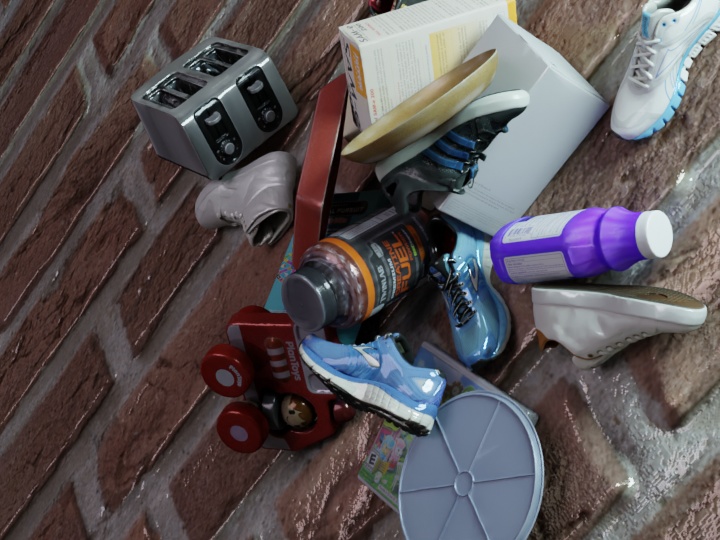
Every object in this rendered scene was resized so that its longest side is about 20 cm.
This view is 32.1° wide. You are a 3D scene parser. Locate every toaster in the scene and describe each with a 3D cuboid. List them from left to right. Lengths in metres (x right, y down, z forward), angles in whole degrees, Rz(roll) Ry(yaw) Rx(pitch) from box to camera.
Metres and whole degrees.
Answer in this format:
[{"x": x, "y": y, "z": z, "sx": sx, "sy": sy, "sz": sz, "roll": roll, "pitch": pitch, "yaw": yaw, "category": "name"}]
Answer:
[{"x": -0.220, "y": -0.242, "z": 1.851, "sx": 0.180, "sy": 0.120, "sz": 0.199, "roll": -40, "pitch": 37, "yaw": -21, "category": "toaster"}]

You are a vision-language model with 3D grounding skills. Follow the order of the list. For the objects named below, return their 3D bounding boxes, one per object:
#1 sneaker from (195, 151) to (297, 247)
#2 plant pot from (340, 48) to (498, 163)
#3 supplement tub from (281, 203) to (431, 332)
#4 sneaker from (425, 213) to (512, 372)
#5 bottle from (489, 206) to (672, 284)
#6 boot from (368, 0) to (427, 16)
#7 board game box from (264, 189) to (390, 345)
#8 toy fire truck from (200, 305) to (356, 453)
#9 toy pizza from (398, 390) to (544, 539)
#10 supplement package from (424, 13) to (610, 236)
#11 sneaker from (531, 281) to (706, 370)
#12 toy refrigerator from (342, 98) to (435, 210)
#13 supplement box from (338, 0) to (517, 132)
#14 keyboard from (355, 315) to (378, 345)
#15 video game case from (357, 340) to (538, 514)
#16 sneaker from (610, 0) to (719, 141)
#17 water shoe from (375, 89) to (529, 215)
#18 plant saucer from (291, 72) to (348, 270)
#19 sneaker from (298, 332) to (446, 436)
[{"x": -0.171, "y": -0.080, "z": 1.805, "sx": 0.199, "sy": 0.073, "sz": 0.117, "roll": -29, "pitch": 50, "yaw": 37, "category": "sneaker"}, {"x": 0.067, "y": -0.169, "z": 1.333, "sx": 0.199, "sy": 0.028, "sz": 0.200, "roll": -34, "pitch": 11, "yaw": 7, "category": "plant pot"}, {"x": 0.000, "y": 0.000, "z": 1.460, "sx": 0.106, "sy": 0.199, "sz": 0.108, "roll": 25, "pitch": 129, "yaw": 35, "category": "supplement tub"}, {"x": 0.108, "y": 0.023, "z": 1.419, "sx": 0.078, "sy": 0.089, "sz": 0.202, "roll": -36, "pitch": 49, "yaw": 33, "category": "sneaker"}, {"x": 0.230, "y": -0.028, "z": 1.308, "sx": 0.198, "sy": 0.083, "sz": 0.066, "roll": -7, "pitch": 109, "yaw": 47, "category": "bottle"}, {"x": 0.077, "y": -0.283, "z": 1.550, "sx": 0.073, "sy": 0.149, "sz": 0.203, "roll": -6, "pitch": 68, "yaw": 47, "category": "boot"}, {"x": -0.040, "y": -0.002, "z": 1.609, "sx": 0.150, "sy": 0.047, "sz": 0.203, "roll": 0, "pitch": 62, "yaw": 48, "category": "board game box"}, {"x": -0.092, "y": 0.138, "z": 1.541, "sx": 0.165, "sy": 0.203, "sz": 0.112, "roll": 1, "pitch": 30, "yaw": 23, "category": "toy fire truck"}, {"x": 0.118, "y": 0.228, "z": 1.324, "sx": 0.199, "sy": 0.031, "sz": 0.203, "roll": -22, "pitch": 57, "yaw": 39, "category": "toy pizza"}, {"x": 0.160, "y": -0.160, "z": 1.420, "sx": 0.201, "sy": 0.119, "sz": 0.122, "roll": -52, "pitch": 43, "yaw": 19, "category": "supplement package"}, {"x": 0.260, "y": 0.059, "z": 1.258, "sx": 0.198, "sy": 0.072, "sz": 0.086, "roll": 4, "pitch": 99, "yaw": 48, "category": "sneaker"}, {"x": 0.040, "y": -0.165, "z": 1.598, "sx": 0.070, "sy": 0.075, "sz": 0.200, "roll": -55, "pitch": 40, "yaw": 14, "category": "toy refrigerator"}, {"x": 0.083, "y": -0.243, "z": 1.461, "sx": 0.074, "sy": 0.197, "sz": 0.128, "roll": -127, "pitch": 23, "yaw": -54, "category": "supplement box"}, {"x": -0.056, "y": 0.087, "z": 1.634, "sx": 0.199, "sy": 0.020, "sz": 0.128, "roll": -39, "pitch": 47, "yaw": 30, "category": "keyboard"}, {"x": 0.092, "y": 0.200, "z": 1.407, "sx": 0.199, "sy": 0.022, "sz": 0.184, "roll": 32, "pitch": 98, "yaw": 51, "category": "video game case"}, {"x": 0.310, "y": -0.234, "z": 1.311, "sx": 0.075, "sy": 0.086, "sz": 0.202, "roll": 38, "pitch": 103, "yaw": 48, "category": "sneaker"}, {"x": 0.108, "y": -0.124, "z": 1.337, "sx": 0.198, "sy": 0.071, "sz": 0.080, "roll": -27, "pitch": 85, "yaw": 35, "category": "water shoe"}, {"x": -0.051, "y": -0.109, "z": 1.528, "sx": 0.201, "sy": 0.036, "sz": 0.203, "roll": 99, "pitch": 180, "yaw": -60, "category": "plant saucer"}, {"x": 0.016, "y": 0.111, "z": 1.411, "sx": 0.198, "sy": 0.079, "sz": 0.090, "roll": 22, "pitch": 72, "yaw": 33, "category": "sneaker"}]
